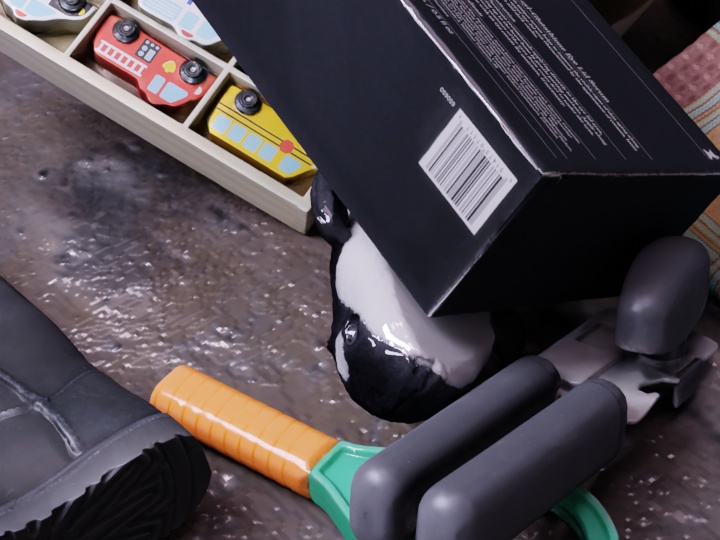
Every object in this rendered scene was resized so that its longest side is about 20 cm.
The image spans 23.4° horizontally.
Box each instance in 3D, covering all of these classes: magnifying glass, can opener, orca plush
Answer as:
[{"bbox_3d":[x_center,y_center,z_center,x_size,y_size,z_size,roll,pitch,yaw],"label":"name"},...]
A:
[{"bbox_3d":[0.004,0.080,0.635,0.199,0.023,0.080,22,47,31],"label":"magnifying glass"},{"bbox_3d":[0.069,0.037,0.618,0.053,0.067,0.199,17,26,31],"label":"can opener"},{"bbox_3d":[0.000,0.000,0.691,0.071,0.105,0.201,-45,39,24],"label":"orca plush"}]

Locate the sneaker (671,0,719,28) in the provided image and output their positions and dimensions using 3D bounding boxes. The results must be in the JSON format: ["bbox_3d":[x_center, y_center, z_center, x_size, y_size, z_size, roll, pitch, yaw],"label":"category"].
[{"bbox_3d":[0.190,-0.202,0.910,0.107,0.068,0.202,-14,43,-9],"label":"sneaker"}]

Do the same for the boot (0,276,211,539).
[{"bbox_3d":[-0.179,0.060,0.650,0.164,0.066,0.200,-27,46,-34],"label":"boot"}]

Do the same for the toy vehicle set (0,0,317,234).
[{"bbox_3d":[-0.075,-0.119,0.794,0.199,0.027,0.125,31,70,8],"label":"toy vehicle set"}]

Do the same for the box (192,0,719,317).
[{"bbox_3d":[0.032,-0.083,0.681,0.141,0.079,0.201,-6,52,-48],"label":"box"}]

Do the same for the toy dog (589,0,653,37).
[{"bbox_3d":[0.117,-0.179,0.778,0.199,0.139,0.196,-21,55,44],"label":"toy dog"}]

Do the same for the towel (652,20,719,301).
[{"bbox_3d":[0.192,-0.044,0.722,0.146,0.022,0.200,-37,46,-5],"label":"towel"}]
